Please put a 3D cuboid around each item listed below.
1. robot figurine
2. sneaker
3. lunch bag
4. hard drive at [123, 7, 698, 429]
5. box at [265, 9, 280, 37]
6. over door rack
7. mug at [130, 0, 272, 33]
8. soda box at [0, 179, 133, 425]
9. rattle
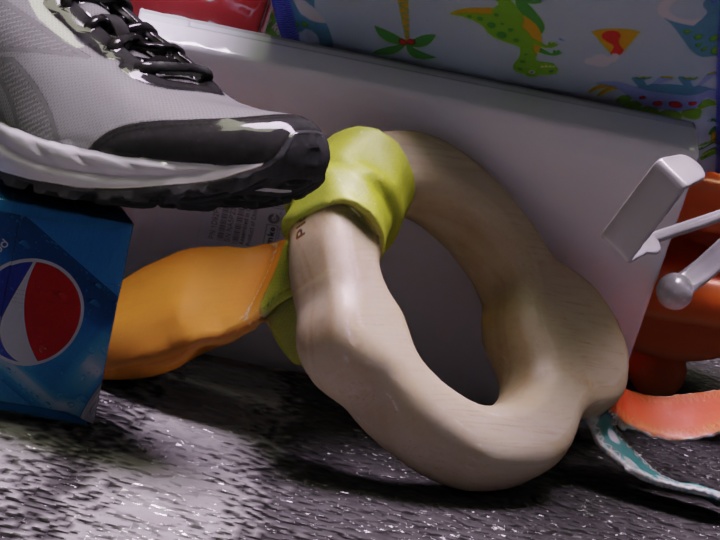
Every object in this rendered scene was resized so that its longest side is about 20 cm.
[{"bbox_3d":[0.135,-0.032,1.076,0.116,0.144,0.200,-29,12,7],"label":"robot figurine"},{"bbox_3d":[-0.094,-0.066,0.796,0.200,0.080,0.074,20,9,32],"label":"sneaker"},{"bbox_3d":[0.058,-0.116,0.905,0.169,0.128,0.200,4,-10,10],"label":"lunch bag"},{"bbox_3d":[0.007,-0.015,0.911,0.199,0.132,0.026,11,37,-5],"label":"hard drive"},{"bbox_3d":[0.028,-0.098,1.129,0.113,0.101,0.200,52,23,12],"label":"box"},{"bbox_3d":[0.161,0.033,0.848,0.148,0.067,0.200,44,17,18],"label":"over door rack"},{"bbox_3d":[-0.125,-0.139,0.943,0.199,0.178,0.133,18,17,-2],"label":"mug"},{"bbox_3d":[-0.126,-0.008,0.863,0.064,0.068,0.200,10,9,-15],"label":"soda box"},{"bbox_3d":[0.024,0.046,0.878,0.200,0.143,0.131,25,31,-41],"label":"rattle"}]
